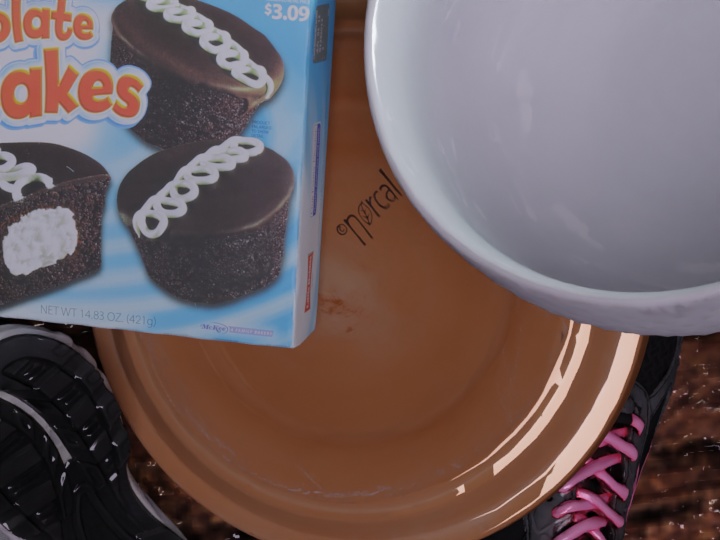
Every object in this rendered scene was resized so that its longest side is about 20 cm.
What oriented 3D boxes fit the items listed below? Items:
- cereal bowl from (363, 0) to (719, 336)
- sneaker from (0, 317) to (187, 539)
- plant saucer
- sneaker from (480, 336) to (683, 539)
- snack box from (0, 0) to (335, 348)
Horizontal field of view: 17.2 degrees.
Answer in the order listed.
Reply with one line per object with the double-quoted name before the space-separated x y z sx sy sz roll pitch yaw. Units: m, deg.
"cereal bowl" 0.105 -0.069 0.735 0.200 0.200 0.083 -33 150 6
"sneaker" -0.111 0.091 0.855 0.074 0.079 0.201 -34 129 -24
"plant saucer" 0.000 0.000 0.813 0.200 0.032 0.201 0 91 13
"sneaker" 0.073 0.086 0.846 0.079 0.095 0.201 13 108 -26
"snack box" -0.111 -0.043 0.794 0.199 0.037 0.117 5 100 12
